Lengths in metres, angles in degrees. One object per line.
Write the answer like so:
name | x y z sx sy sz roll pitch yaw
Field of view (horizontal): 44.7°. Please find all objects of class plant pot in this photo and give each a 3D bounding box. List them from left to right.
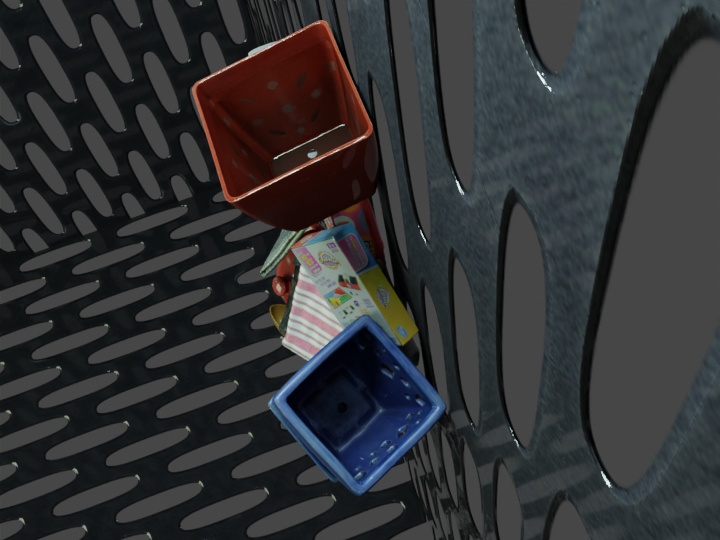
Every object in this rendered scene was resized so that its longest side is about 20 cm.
plant pot | -0.078 -0.167 1.166 0.176 0.198 0.202 55 -168 -60
plant pot | -0.018 0.212 1.368 0.200 0.200 0.180 49 160 -2

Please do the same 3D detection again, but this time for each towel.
towel | -0.125 -0.099 1.765 0.034 0.200 0.193 37 -143 -10
towel | -0.063 0.081 1.529 0.145 0.030 0.202 28 117 25

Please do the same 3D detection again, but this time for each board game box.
board game box | -0.011 0.028 1.373 0.201 0.040 0.153 58 152 -13

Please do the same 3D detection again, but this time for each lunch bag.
lunch bag | -0.019 -0.074 1.460 0.200 0.081 0.178 -120 11 -67

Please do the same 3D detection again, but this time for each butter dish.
butter dish | -0.121 0.019 1.876 0.199 0.147 0.201 45 135 33

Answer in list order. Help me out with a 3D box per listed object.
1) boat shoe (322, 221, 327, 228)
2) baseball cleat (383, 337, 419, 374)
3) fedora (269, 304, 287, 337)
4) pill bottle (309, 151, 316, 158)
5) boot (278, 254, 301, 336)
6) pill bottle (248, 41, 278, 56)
boat shoe | -0.045 -0.104 1.742 0.067 0.071 0.201 62 179 -6
baseball cleat | 0.047 0.097 1.472 0.200 0.069 0.107 -121 12 -68
fedora | -0.085 0.103 1.746 0.200 0.082 0.201 34 -165 -10
pill bottle | -0.115 -0.243 1.551 0.116 0.114 0.203 -130 29 -79
boot | -0.057 0.063 1.585 0.210 0.079 0.160 15 95 46
pill bottle | -0.159 -0.362 1.803 0.112 0.111 0.202 -118 9 -65
